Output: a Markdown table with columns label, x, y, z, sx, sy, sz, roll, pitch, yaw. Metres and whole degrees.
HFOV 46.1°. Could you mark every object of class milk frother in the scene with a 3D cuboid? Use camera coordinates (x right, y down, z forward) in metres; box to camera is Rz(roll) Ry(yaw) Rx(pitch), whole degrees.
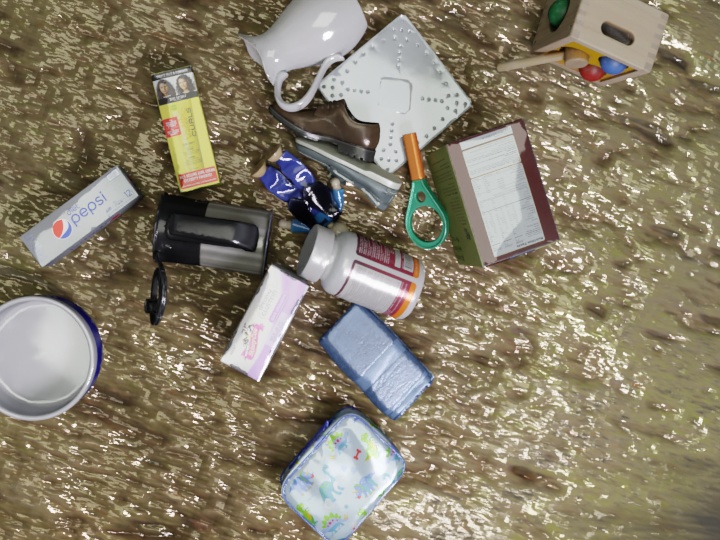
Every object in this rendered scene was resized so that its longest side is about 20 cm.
| label | x | y | z | sx | sy | sz | roll | pitch | yaw |
| --- | --- | --- | --- | --- | --- | --- | --- | --- | --- |
| milk frother | -0.249 | -0.010 | 1.387 | 0.185 | 0.181 | 0.203 | 8 | 104 | -4 |

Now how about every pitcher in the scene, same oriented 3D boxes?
| label | x | y | z | sx | sy | sz | roll | pitch | yaw |
| --- | --- | --- | --- | --- | --- | --- | --- | --- | --- |
| pitcher | -0.080 | -0.373 | 1.408 | 0.198 | 0.121 | 0.173 | -30 | 77 | 2 |

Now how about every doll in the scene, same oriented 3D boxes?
| label | x | y | z | sx | sy | sz | roll | pitch | yaw |
| --- | --- | --- | --- | --- | --- | --- | --- | --- | --- |
| doll | -0.094 | -0.118 | 1.443 | 0.136 | 0.049 | 0.200 | -40 | 111 | 19 |

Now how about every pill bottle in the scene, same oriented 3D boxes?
| label | x | y | z | sx | sy | sz | roll | pitch | yaw |
| --- | --- | --- | --- | --- | --- | --- | --- | --- | --- |
| pill bottle | 0.000 | 0.000 | 1.421 | 0.198 | 0.109 | 0.111 | 21 | 89 | -16 |

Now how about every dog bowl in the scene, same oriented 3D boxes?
| label | x | y | z | sx | sy | sz | roll | pitch | yaw |
| --- | --- | --- | --- | --- | --- | --- | --- | --- | --- |
| dog bowl | -0.535 | 0.142 | 1.406 | 0.197 | 0.079 | 0.203 | 0 | 92 | -6 |

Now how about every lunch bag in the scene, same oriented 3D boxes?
| label | x | y | z | sx | sy | sz | roll | pitch | yaw |
| --- | --- | --- | --- | --- | --- | --- | --- | --- | --- |
| lunch bag | -0.033 | 0.347 | 1.455 | 0.161 | 0.082 | 0.200 | 42 | 88 | -6 |

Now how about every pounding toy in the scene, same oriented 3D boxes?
| label | x | y | z | sx | sy | sz | roll | pitch | yaw |
| --- | --- | --- | --- | --- | --- | --- | --- | --- | --- |
| pounding toy | 0.370 | -0.386 | 1.436 | 0.198 | 0.184 | 0.144 | 19 | 89 | -14 |

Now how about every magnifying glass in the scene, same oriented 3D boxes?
| label | x | y | z | sx | sy | sz | roll | pitch | yaw |
| --- | --- | --- | --- | --- | --- | --- | --- | --- | --- |
| magnifying glass | 0.104 | -0.136 | 1.459 | 0.079 | 0.022 | 0.203 | -6 | 99 | 31 |

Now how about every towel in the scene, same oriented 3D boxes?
| label | x | y | z | sx | sy | sz | roll | pitch | yaw |
| --- | --- | --- | --- | --- | --- | --- | --- | --- | --- |
| towel | 0.027 | 0.156 | 1.473 | 0.112 | 0.049 | 0.200 | -43 | 95 | -2 |

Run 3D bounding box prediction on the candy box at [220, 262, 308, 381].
| label | x | y | z | sx | sy | sz | roll | pitch | yaw |
| --- | --- | --- | --- | --- | --- | --- | --- | --- | --- |
| candy box | -0.153 | 0.077 | 1.378 | 0.071 | 0.200 | 0.169 | 29 | 89 | -5 |

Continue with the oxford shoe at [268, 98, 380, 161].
| label | x | y | z | sx | sy | sz | roll | pitch | yaw |
| --- | --- | --- | --- | --- | --- | --- | --- | --- | --- |
| oxford shoe | -0.058 | -0.258 | 1.431 | 0.197 | 0.073 | 0.085 | 19 | 107 | 0 |

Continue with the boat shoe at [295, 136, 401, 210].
| label | x | y | z | sx | sy | sz | roll | pitch | yaw |
| --- | --- | --- | --- | --- | --- | --- | --- | --- | --- |
| boat shoe | -0.029 | -0.167 | 1.448 | 0.198 | 0.073 | 0.062 | 26 | 112 | 2 |

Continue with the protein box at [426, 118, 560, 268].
| label | x | y | z | sx | sy | sz | roll | pitch | yaw |
| --- | --- | --- | --- | --- | --- | --- | --- | --- | --- |
| protein box | 0.215 | -0.123 | 1.407 | 0.133 | 0.199 | 0.203 | -18 | 93 | -4 |

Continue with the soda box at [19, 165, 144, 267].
| label | x | y | z | sx | sy | sz | roll | pitch | yaw |
| --- | --- | --- | --- | --- | --- | --- | --- | --- | --- |
| soda box | -0.462 | -0.090 | 1.412 | 0.199 | 0.068 | 0.064 | -37 | 95 | -3 |

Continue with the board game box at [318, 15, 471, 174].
| label | x | y | z | sx | sy | sz | roll | pitch | yaw |
| --- | --- | --- | --- | --- | --- | --- | --- | --- | --- |
| board game box | 0.059 | -0.304 | 1.475 | 0.199 | 0.026 | 0.201 | -39 | 94 | -3 |

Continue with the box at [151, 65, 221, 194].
| label | x | y | z | sx | sy | sz | roll | pitch | yaw |
| --- | --- | --- | --- | --- | --- | --- | --- | --- | --- |
| box | -0.294 | -0.236 | 1.432 | 0.074 | 0.050 | 0.203 | -13 | 93 | -5 |
